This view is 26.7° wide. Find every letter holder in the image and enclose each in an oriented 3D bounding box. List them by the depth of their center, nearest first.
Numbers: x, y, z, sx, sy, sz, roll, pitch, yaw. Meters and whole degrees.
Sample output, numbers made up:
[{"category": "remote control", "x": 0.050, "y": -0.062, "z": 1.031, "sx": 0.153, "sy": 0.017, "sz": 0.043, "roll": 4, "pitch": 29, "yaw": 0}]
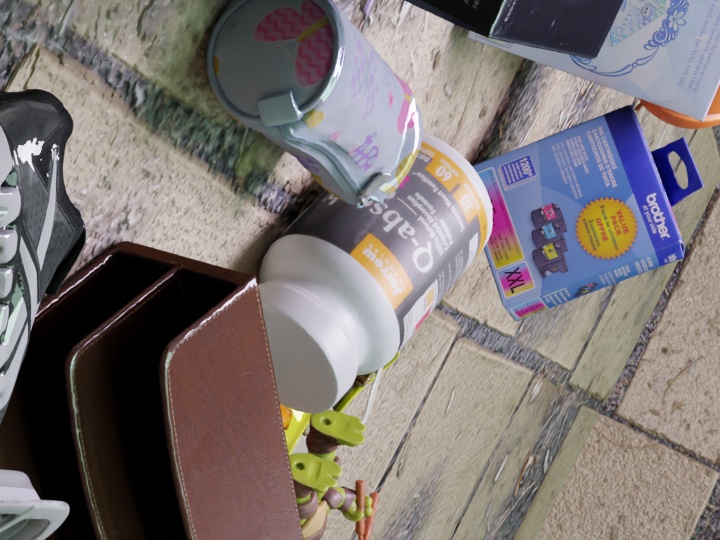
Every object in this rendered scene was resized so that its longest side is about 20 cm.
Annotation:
[{"category": "letter holder", "x": -0.121, "y": 0.111, "z": 0.836, "sx": 0.142, "sy": 0.100, "sz": 0.201, "roll": -42, "pitch": 135, "yaw": -42}]

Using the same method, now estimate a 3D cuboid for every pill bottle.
[{"category": "pill bottle", "x": 0.000, "y": 0.000, "z": 1.065, "sx": 0.200, "sy": 0.116, "sz": 0.117, "roll": -48, "pitch": 157, "yaw": -37}]

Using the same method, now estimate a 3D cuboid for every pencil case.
[{"category": "pencil case", "x": -0.023, "y": -0.101, "z": 0.911, "sx": 0.200, "sy": 0.082, "sz": 0.092, "roll": 37, "pitch": 59, "yaw": -70}]

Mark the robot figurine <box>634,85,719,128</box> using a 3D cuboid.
[{"category": "robot figurine", "x": 0.291, "y": -0.197, "z": 1.280, "sx": 0.144, "sy": 0.116, "sz": 0.200, "roll": -56, "pitch": 170, "yaw": -26}]

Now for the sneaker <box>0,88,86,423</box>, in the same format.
[{"category": "sneaker", "x": -0.166, "y": 0.003, "z": 0.700, "sx": 0.090, "sy": 0.066, "sz": 0.201, "roll": -34, "pitch": 144, "yaw": -51}]

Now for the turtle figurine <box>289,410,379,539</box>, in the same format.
[{"category": "turtle figurine", "x": -0.039, "y": 0.182, "z": 1.154, "sx": 0.200, "sy": 0.064, "sz": 0.162, "roll": -36, "pitch": 150, "yaw": -45}]

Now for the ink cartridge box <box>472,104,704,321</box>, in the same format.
[{"category": "ink cartridge box", "x": 0.203, "y": -0.056, "z": 1.354, "sx": 0.198, "sy": 0.138, "sz": 0.076, "roll": -21, "pitch": 167, "yaw": 8}]

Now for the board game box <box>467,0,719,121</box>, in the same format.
[{"category": "board game box", "x": 0.207, "y": -0.241, "z": 1.156, "sx": 0.043, "sy": 0.197, "sz": 0.201, "roll": -68, "pitch": 178, "yaw": -66}]

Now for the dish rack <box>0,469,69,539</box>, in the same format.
[{"category": "dish rack", "x": -0.235, "y": 0.130, "z": 0.648, "sx": 0.171, "sy": 0.044, "sz": 0.200, "roll": -34, "pitch": 164, "yaw": 9}]

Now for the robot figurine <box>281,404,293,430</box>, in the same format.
[{"category": "robot figurine", "x": -0.123, "y": 0.147, "z": 1.025, "sx": 0.200, "sy": 0.058, "sz": 0.146, "roll": -29, "pitch": 140, "yaw": -60}]

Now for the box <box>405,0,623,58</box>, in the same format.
[{"category": "box", "x": 0.034, "y": -0.201, "z": 0.747, "sx": 0.124, "sy": 0.197, "sz": 0.200, "roll": -64, "pitch": 161, "yaw": 14}]

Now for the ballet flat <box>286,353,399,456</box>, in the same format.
[{"category": "ballet flat", "x": -0.035, "y": 0.122, "z": 1.213, "sx": 0.201, "sy": 0.067, "sz": 0.067, "roll": -54, "pitch": 161, "yaw": -23}]
